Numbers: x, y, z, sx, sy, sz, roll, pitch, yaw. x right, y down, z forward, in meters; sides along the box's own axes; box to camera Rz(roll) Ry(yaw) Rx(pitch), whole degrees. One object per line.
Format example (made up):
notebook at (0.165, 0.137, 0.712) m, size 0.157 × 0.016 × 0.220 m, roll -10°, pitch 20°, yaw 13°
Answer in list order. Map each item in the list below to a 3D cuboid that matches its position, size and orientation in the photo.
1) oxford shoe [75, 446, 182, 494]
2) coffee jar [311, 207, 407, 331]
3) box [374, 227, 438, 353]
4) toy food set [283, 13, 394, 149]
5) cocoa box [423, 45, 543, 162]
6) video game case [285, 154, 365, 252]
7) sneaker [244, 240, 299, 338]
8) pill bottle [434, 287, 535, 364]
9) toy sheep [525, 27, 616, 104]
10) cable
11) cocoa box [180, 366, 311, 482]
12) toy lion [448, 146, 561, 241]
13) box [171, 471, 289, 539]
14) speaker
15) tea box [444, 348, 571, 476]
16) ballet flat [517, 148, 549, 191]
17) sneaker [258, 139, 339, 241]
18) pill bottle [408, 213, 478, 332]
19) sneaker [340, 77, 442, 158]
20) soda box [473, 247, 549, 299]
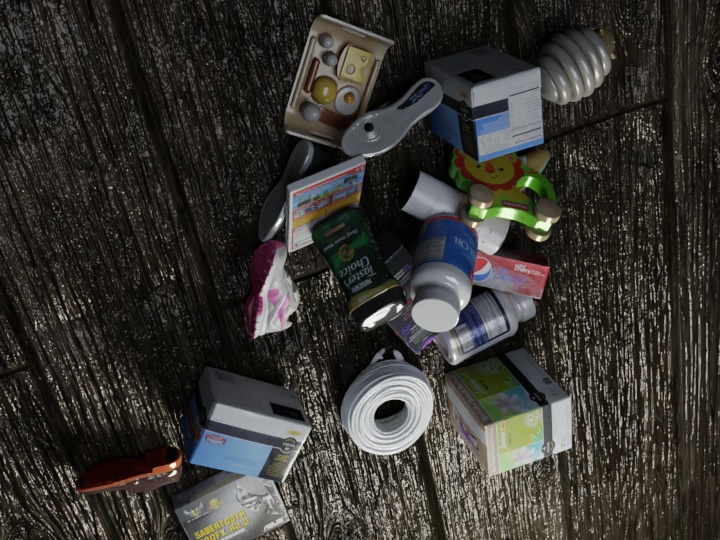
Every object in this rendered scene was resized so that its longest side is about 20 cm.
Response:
oxford shoe at (-0.434, 0.397, 1.587) m, size 0.197 × 0.071 × 0.074 m, roll -10°, pitch 121°, yaw -17°
coffee jar at (0.000, 0.000, 1.463) m, size 0.103 × 0.085 × 0.202 m, roll -30°, pitch 76°, yaw 5°
box at (0.076, 0.039, 1.593) m, size 0.122 × 0.106 × 0.200 m, roll -42°, pitch 120°, yaw 1°
toy food set at (-0.036, -0.312, 1.419) m, size 0.141 × 0.060 × 0.203 m, roll 12°, pitch 109°, yaw -25°
cocoa box at (0.209, -0.289, 1.440) m, size 0.131 × 0.200 × 0.133 m, roll -17°, pitch 119°, yaw -13°
video game case at (-0.063, -0.111, 1.448) m, size 0.141 × 0.018 × 0.201 m, roll -24°, pitch 157°, yaw -17°
sneaker at (-0.153, 0.030, 1.519) m, size 0.087 × 0.082 × 0.202 m, roll -4°, pitch 130°, yaw -25°
pill bottle at (0.246, 0.098, 1.682) m, size 0.198 × 0.111 × 0.112 m, roll -25°, pitch 120°, yaw -9°
toy sheep at (0.372, -0.365, 1.507) m, size 0.199 × 0.138 × 0.138 m, roll -39°, pitch 121°, yaw 0°
cable at (0.058, 0.281, 1.718) m, size 0.200 × 0.069 × 0.200 m, roll -47°, pitch 120°, yaw 4°
cocoa box at (-0.217, 0.290, 1.573) m, size 0.198 × 0.134 × 0.133 m, roll 20°, pitch 106°, yaw -27°
toy lion at (0.256, -0.159, 1.521) m, size 0.196 × 0.194 × 0.069 m, roll 12°, pitch 140°, yaw -5°
box at (-0.261, 0.483, 1.702) m, size 0.197 × 0.048 × 0.160 m, roll -24°, pitch 120°, yaw -10°
speaker at (0.173, -0.107, 1.549) m, size 0.198 × 0.081 × 0.082 m, roll 25°, pitch 104°, yaw -10°
tea box at (0.303, 0.289, 1.738) m, size 0.194 × 0.200 × 0.136 m, roll -17°, pitch 119°, yaw -13°
ballet flat at (0.278, -0.166, 1.600) m, size 0.063 × 0.069 × 0.201 m, roll 38°, pitch 96°, yaw -25°
sneaker at (-0.102, -0.126, 1.475) m, size 0.098 × 0.071 × 0.202 m, roll 15°, pitch 115°, yaw -38°
pill bottle at (0.144, 0.006, 1.467) m, size 0.110 × 0.202 × 0.113 m, roll 8°, pitch 137°, yaw 8°
sneaker at (0.051, -0.250, 1.448) m, size 0.198 × 0.112 × 0.074 m, roll -33°, pitch 93°, yaw -5°
soda box at (0.261, -0.007, 1.628) m, size 0.196 × 0.064 × 0.071 m, roll 12°, pitch 111°, yaw -1°
